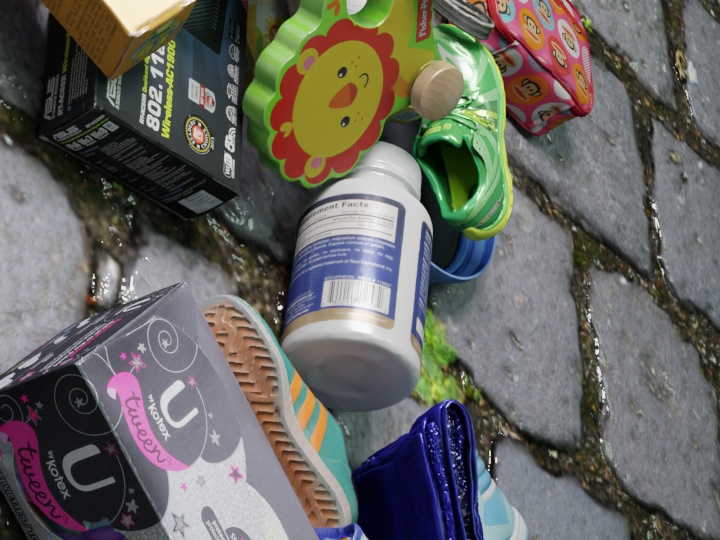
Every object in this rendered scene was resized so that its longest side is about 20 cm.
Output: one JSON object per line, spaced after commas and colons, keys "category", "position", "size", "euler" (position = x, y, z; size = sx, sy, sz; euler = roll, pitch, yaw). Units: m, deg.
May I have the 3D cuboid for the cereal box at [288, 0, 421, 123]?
{"category": "cereal box", "position": [-0.008, -0.232, 1.423], "size": [0.143, 0.039, 0.202], "euler": [5, 70, -53]}

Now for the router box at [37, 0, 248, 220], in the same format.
{"category": "router box", "position": [-0.155, -0.159, 1.235], "size": [0.149, 0.062, 0.202], "euler": [30, 50, -43]}

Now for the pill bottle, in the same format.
{"category": "pill bottle", "position": [0.000, 0.000, 1.331], "size": [0.111, 0.110, 0.202], "euler": [40, 43, -37]}

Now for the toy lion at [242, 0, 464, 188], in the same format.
{"category": "toy lion", "position": [-0.007, -0.166, 1.277], "size": [0.191, 0.068, 0.202], "euler": [-25, 134, -33]}

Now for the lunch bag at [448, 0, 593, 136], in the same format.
{"category": "lunch bag", "position": [0.164, -0.257, 1.747], "size": [0.200, 0.081, 0.178], "euler": [40, 39, -40]}

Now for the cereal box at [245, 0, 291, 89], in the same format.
{"category": "cereal box", "position": [-0.064, -0.231, 1.429], "size": [0.199, 0.039, 0.145], "euler": [-15, 87, -58]}

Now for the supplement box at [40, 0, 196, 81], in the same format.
{"category": "supplement box", "position": [-0.203, -0.228, 1.133], "size": [0.200, 0.069, 0.066], "euler": [48, 55, 5]}

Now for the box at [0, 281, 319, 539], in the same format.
{"category": "box", "position": [-0.135, 0.132, 1.059], "size": [0.201, 0.114, 0.132], "euler": [63, 33, -10]}

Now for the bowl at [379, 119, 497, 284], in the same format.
{"category": "bowl", "position": [0.054, -0.083, 1.521], "size": [0.200, 0.039, 0.203], "euler": [32, 48, -44]}

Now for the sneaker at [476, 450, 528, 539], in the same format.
{"category": "sneaker", "position": [0.066, 0.219, 1.343], "size": [0.131, 0.079, 0.200], "euler": [59, 25, -19]}

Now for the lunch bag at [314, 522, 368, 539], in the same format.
{"category": "lunch bag", "position": [-0.024, 0.299, 1.131], "size": [0.170, 0.123, 0.201], "euler": [51, 49, -26]}

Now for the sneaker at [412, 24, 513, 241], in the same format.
{"category": "sneaker", "position": [0.088, -0.128, 1.491], "size": [0.083, 0.073, 0.202], "euler": [11, 64, -57]}

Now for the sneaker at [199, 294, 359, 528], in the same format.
{"category": "sneaker", "position": [-0.061, 0.110, 1.232], "size": [0.202, 0.071, 0.080], "euler": [65, 15, 1]}

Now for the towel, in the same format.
{"category": "towel", "position": [0.039, 0.189, 1.233], "size": [0.049, 0.200, 0.149], "euler": [-3, 73, -17]}

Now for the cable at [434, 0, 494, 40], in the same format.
{"category": "cable", "position": [0.052, -0.277, 1.540], "size": [0.097, 0.051, 0.200], "euler": [20, 16, -39]}
